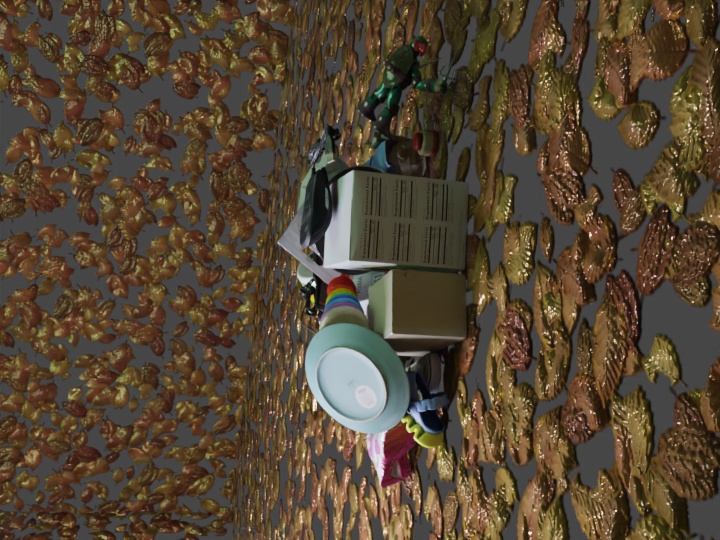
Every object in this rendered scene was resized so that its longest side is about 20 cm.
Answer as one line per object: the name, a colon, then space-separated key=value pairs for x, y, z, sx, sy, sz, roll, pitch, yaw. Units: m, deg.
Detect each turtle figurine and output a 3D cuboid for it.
turtle figurine: x=0.080 y=-0.341 z=1.638 sx=0.201 sy=0.100 sz=0.150 roll=-51 pitch=29 yaw=15

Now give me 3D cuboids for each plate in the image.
plate: x=-0.011 y=0.183 z=1.514 sx=0.026 sy=0.198 sz=0.203 roll=-36 pitch=-35 yaw=-54

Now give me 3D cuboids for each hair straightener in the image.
hair straightener: x=-0.082 y=0.040 z=1.779 sx=0.076 sy=0.041 sz=0.203 roll=-30 pitch=46 yaw=38

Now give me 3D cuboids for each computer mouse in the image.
computer mouse: x=-0.059 y=-0.142 z=1.554 sx=0.141 sy=0.045 sz=0.203 roll=131 pitch=146 yaw=-60

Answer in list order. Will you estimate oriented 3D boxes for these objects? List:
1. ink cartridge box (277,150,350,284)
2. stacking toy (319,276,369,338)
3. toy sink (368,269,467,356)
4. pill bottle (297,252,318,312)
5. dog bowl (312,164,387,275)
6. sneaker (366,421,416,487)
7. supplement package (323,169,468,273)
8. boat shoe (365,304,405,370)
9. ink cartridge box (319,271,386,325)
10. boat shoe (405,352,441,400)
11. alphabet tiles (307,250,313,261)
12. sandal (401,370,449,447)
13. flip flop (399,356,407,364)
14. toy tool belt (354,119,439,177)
ink cartridge box: x=-0.061 y=-0.097 z=1.742 sx=0.050 sy=0.162 sz=0.202 roll=20 pitch=74 yaw=53
stacking toy: x=-0.032 y=0.063 z=1.617 sx=0.201 sy=0.084 sz=0.087 roll=-99 pitch=18 yaw=-66
toy sink: x=0.084 y=0.071 z=1.547 sx=0.200 sy=0.128 sz=0.114 roll=135 pitch=138 yaw=-70
pill bottle: x=-0.043 y=0.057 z=1.940 sx=0.202 sy=0.110 sz=0.111 roll=61 pitch=-177 yaw=-30
dog bowl: x=-0.014 y=-0.096 z=1.698 sx=0.058 sy=0.197 sz=0.204 roll=23 pitch=109 yaw=58
sneaker: x=0.049 y=0.297 z=1.654 sx=0.089 sy=0.080 sz=0.202 roll=54 pitch=146 yaw=39
supplement package: x=0.055 y=-0.074 z=1.556 sx=0.191 sy=0.196 sz=0.150 roll=168 pitch=106 yaw=-75
boat shoe: x=0.032 y=0.134 z=1.712 sx=0.064 sy=0.073 sz=0.202 roll=18 pitch=134 yaw=35
ink cartridge box: x=0.000 y=0.000 z=1.772 sx=0.202 sy=0.171 sz=0.044 roll=-84 pitch=-28 yaw=-42
boat shoe: x=0.089 y=0.207 z=1.621 sx=0.201 sy=0.061 sz=0.073 roll=114 pitch=155 yaw=-53
alphabet tiles: x=-0.032 y=-0.091 z=1.869 sx=0.201 sy=0.006 sz=0.166 roll=-53 pitch=28 yaw=3
sandal: x=0.076 y=0.198 z=1.542 sx=0.079 sy=0.199 sz=0.088 roll=-22 pitch=-33 yaw=-58
flip flop: x=0.084 y=0.110 z=1.667 sx=0.057 sy=0.081 sz=0.204 roll=14 pitch=94 yaw=37
toy tool belt: x=0.059 y=-0.210 z=1.730 sx=0.200 sy=0.121 sz=0.127 roll=133 pitch=139 yaw=-67
